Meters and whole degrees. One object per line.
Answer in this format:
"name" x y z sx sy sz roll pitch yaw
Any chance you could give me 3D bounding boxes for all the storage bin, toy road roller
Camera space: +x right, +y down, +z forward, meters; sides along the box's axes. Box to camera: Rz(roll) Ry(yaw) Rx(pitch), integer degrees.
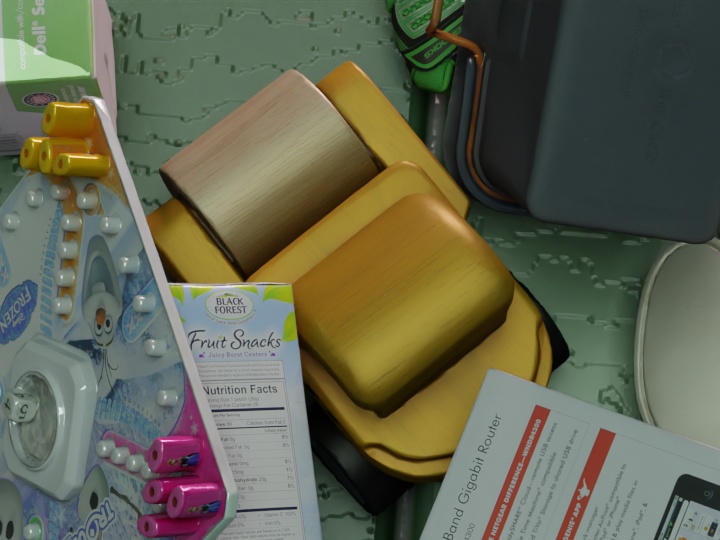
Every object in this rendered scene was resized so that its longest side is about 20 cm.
"storage bin" 0.105 -0.107 1.105 0.145 0.134 0.200 8 102 -6
"toy road roller" 0.000 0.000 1.137 0.123 0.146 0.200 -38 81 -8

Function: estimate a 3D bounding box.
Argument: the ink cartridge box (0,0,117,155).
"ink cartridge box" -0.214 -0.094 1.172 0.200 0.117 0.067 -4 77 -1

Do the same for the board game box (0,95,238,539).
"board game box" -0.136 0.062 1.089 0.026 0.200 0.200 2 55 -37

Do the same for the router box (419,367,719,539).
"router box" 0.098 0.160 1.031 0.179 0.049 0.200 20 84 29

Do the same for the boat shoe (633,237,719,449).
"boat shoe" 0.167 0.085 1.173 0.067 0.057 0.200 -14 73 11

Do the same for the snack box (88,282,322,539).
"snack box" -0.083 0.120 1.099 0.068 0.169 0.200 -1 77 -33

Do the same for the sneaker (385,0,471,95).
"sneaker" 0.112 -0.123 1.208 0.200 0.078 0.085 -8 85 8
